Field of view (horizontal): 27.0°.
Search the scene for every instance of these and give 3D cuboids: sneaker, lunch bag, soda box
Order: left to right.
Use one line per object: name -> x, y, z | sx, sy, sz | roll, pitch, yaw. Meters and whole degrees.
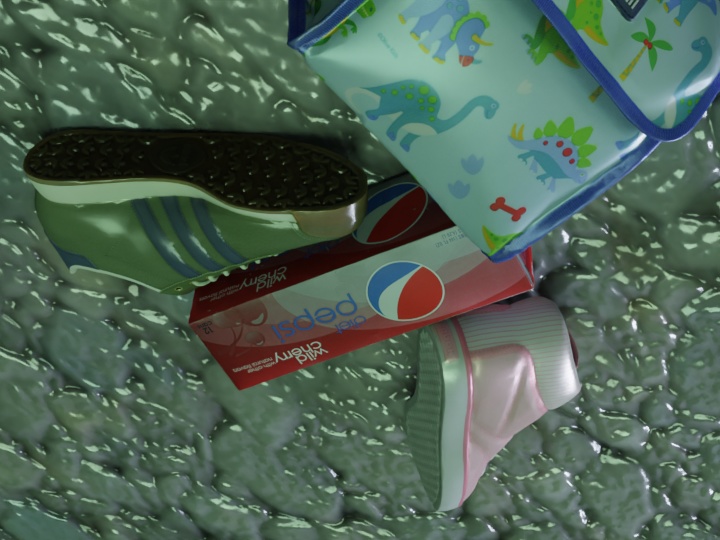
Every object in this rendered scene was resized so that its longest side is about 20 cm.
sneaker -> -0.092, -0.027, 0.871 | 0.198, 0.067, 0.090 | 5, 132, 7
soda box -> 0.000, 0.000, 0.884 | 0.198, 0.070, 0.064 | -20, 127, 20
sneaker -> 0.087, 0.085, 0.951 | 0.104, 0.076, 0.201 | -15, 148, -12
lunch bag -> 0.087, -0.131, 0.735 | 0.199, 0.128, 0.170 | -37, 119, 15
